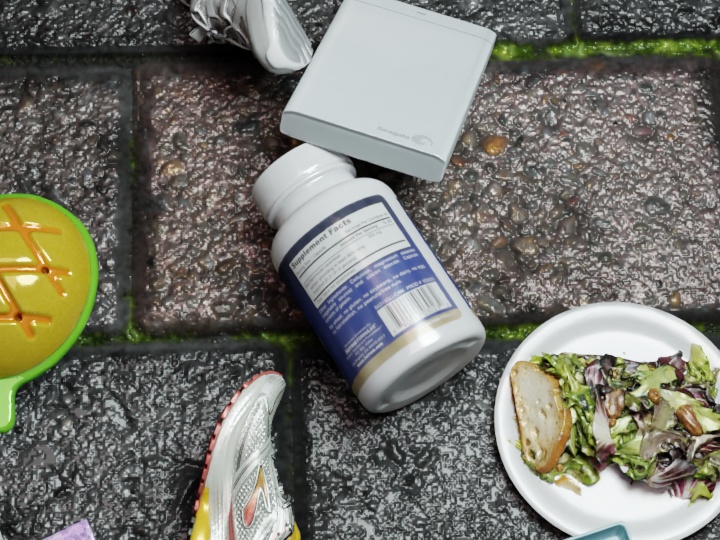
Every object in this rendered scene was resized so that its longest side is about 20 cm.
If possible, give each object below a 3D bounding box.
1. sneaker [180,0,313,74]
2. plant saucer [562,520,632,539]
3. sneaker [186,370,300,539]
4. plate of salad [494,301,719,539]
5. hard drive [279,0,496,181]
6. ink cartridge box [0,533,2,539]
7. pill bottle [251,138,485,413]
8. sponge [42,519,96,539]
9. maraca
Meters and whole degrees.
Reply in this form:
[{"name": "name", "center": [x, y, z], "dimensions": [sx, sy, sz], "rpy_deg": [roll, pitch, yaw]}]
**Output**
[{"name": "sneaker", "center": [-0.097, -0.200, 1.529], "dimensions": [0.082, 0.075, 0.200], "rpy_deg": [-31, 31, 1]}, {"name": "plant saucer", "center": [0.113, 0.249, 1.398], "dimensions": [0.200, 0.019, 0.070], "rpy_deg": [-18, 69, -2]}, {"name": "sneaker", "center": [-0.082, 0.174, 1.406], "dimensions": [0.082, 0.078, 0.200], "rpy_deg": [11, 77, -2]}, {"name": "plate of salad", "center": [0.203, 0.114, 1.451], "dimensions": [0.200, 0.048, 0.201], "rpy_deg": [1, 67, -2]}, {"name": "hard drive", "center": [0.026, -0.153, 1.516], "dimensions": [0.132, 0.027, 0.200], "rpy_deg": [18, 40, 4]}, {"name": "ink cartridge box", "center": [-0.363, 0.208, 1.345], "dimensions": [0.200, 0.083, 0.145], "rpy_deg": [-23, 69, 5]}, {"name": "pill bottle", "center": [0.000, 0.000, 1.455], "dimensions": [0.111, 0.111, 0.200], "rpy_deg": [-29, 71, -13]}, {"name": "sponge", "center": [-0.211, 0.293, 1.368], "dimensions": [0.111, 0.030, 0.200], "rpy_deg": [-23, 71, -12]}, {"name": "maraca", "center": [-0.281, 0.034, 1.432], "dimensions": [0.137, 0.107, 0.200], "rpy_deg": [24, 74, 10]}]
